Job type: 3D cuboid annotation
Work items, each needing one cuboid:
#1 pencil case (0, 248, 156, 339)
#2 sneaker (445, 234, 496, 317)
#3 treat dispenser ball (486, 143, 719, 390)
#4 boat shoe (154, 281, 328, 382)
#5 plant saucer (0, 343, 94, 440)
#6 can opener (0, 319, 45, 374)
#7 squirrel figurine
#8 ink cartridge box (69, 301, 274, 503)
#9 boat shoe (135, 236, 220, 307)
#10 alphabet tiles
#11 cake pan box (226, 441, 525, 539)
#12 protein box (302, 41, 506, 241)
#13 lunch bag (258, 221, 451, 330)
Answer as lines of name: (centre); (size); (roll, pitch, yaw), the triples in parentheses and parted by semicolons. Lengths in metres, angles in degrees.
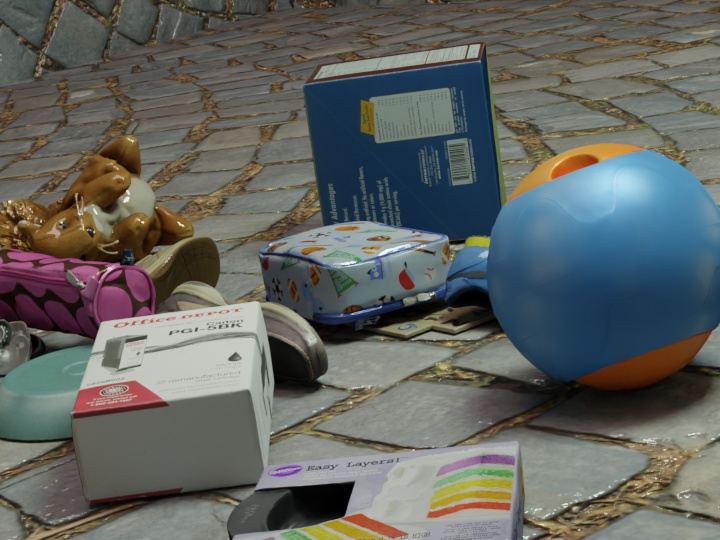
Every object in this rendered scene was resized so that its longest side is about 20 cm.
pencil case: (-0.291, 0.021, 1.910); (0.199, 0.091, 0.093); (3, -8, 43)
sneaker: (0.174, 0.025, 1.809); (0.199, 0.066, 0.079); (11, 61, 24)
treat dispenser ball: (0.202, -0.003, 1.585); (0.200, 0.202, 0.201); (-8, 14, 2)
boat shoe: (-0.114, 0.070, 1.761); (0.199, 0.075, 0.073); (14, 42, 41)
plant saucer: (-0.251, 0.103, 1.776); (0.199, 0.036, 0.200); (-9, 15, 2)
can opener: (-0.414, 0.087, 1.939); (0.199, 0.054, 0.067); (-6, -17, 13)
squirrel figurine: (-0.329, -0.041, 2.245); (0.199, 0.142, 0.187); (-16, 19, 33)
ink cartridge box: (-0.149, 0.103, 1.591); (0.146, 0.083, 0.200); (-8, 19, 1)
boat shoe: (-0.215, 0.014, 2.021); (0.064, 0.072, 0.200); (-1, 18, 30)
alphabet tiles: (0.065, 0.033, 1.920); (0.166, 0.006, 0.200); (-20, 18, -35)
cake pan box: (0.011, 0.176, 1.318); (0.199, 0.053, 0.184); (-6, 13, 10)
protein box: (0.053, -0.137, 2.188); (0.199, 0.200, 0.135); (-7, 14, 8)
lunch bag: (0.000, 0.000, 1.926); (0.160, 0.076, 0.200); (-13, 14, -26)
